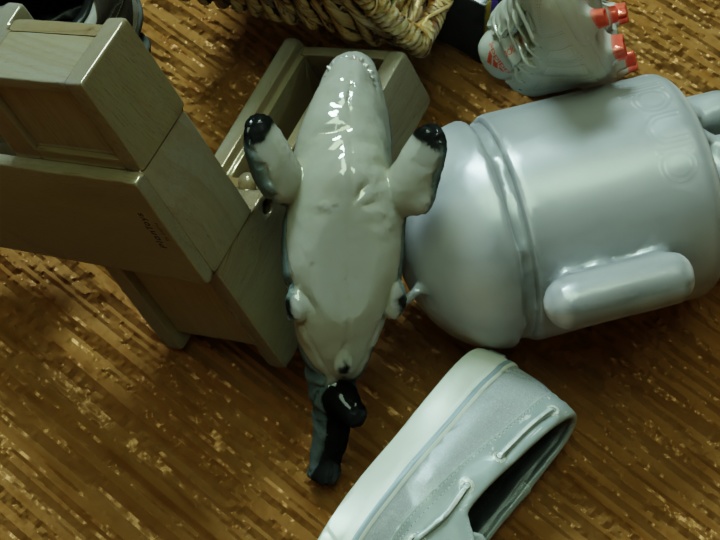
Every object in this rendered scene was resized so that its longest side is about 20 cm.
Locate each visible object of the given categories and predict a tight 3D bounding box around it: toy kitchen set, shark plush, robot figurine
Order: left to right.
[{"bbox_3d":[-0.104,-0.088,0.893,0.162,0.200,0.181,8,57,35],"label":"toy kitchen set"},{"bbox_3d":[0.000,0.000,0.859,0.090,0.083,0.201,-9,101,-2],"label":"shark plush"},{"bbox_3d":[0.101,-0.029,0.892,0.199,0.114,0.170,-15,31,-8],"label":"robot figurine"}]

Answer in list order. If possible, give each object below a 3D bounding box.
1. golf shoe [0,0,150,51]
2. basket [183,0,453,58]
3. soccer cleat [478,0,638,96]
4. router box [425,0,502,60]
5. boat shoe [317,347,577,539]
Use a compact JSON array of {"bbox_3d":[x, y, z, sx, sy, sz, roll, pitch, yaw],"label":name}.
[{"bbox_3d":[-0.207,-0.107,0.957,0.200,0.095,0.078,-35,66,-16],"label":"golf shoe"},{"bbox_3d":[-0.008,-0.236,0.938,0.148,0.143,0.201,15,64,12],"label":"basket"},{"bbox_3d":[0.093,-0.119,0.908,0.077,0.200,0.070,-12,84,12],"label":"soccer cleat"},{"bbox_3d":[0.025,-0.230,1.045,0.199,0.052,0.158,27,65,16],"label":"router box"},{"bbox_3d":[0.033,0.123,0.830,0.071,0.070,0.201,26,61,22],"label":"boat shoe"}]
